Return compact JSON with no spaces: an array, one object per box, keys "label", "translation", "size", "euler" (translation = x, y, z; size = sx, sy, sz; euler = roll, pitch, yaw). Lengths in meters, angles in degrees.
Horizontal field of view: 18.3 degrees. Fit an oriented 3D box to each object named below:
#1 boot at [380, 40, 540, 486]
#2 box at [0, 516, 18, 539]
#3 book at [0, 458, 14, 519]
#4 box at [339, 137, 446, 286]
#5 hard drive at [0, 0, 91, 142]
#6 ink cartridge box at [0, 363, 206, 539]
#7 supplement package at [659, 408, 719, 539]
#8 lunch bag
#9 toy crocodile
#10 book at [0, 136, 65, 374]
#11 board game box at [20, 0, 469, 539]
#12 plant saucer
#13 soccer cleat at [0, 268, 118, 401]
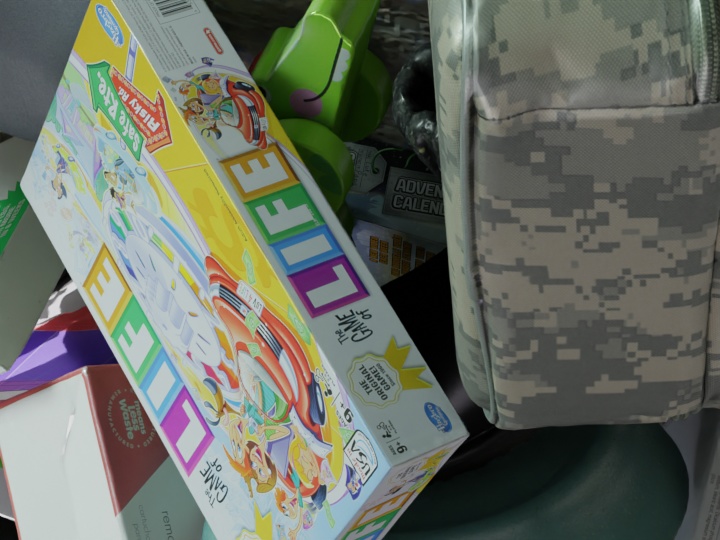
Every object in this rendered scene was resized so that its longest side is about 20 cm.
[{"label":"boot","translation":[0.040,-0.009,0.799],"size":[0.210,0.080,0.158],"euler":[-28,145,13]},{"label":"box","translation":[-0.232,0.051,1.147],"size":[0.199,0.160,0.049],"euler":[26,165,-13]},{"label":"book","translation":[-0.107,0.078,1.116],"size":[0.199,0.134,0.048],"euler":[22,178,-8]},{"label":"box","translation":[0.000,0.000,0.985],"size":[0.136,0.040,0.200],"euler":[17,158,6]},{"label":"hard drive","translation":[-0.137,-0.107,0.860],"size":[0.139,0.033,0.200],"euler":[18,158,8]},{"label":"ink cartridge box","translation":[-0.058,0.100,0.995],"size":[0.067,0.117,0.200],"euler":[-22,167,37]},{"label":"supplement package","translation":[0.171,0.124,0.967],"size":[0.110,0.156,0.200],"euler":[20,159,-4]},{"label":"lunch bag","translation":[0.103,-0.054,0.605],"size":[0.167,0.140,0.200],"euler":[-4,145,2]},{"label":"toy crocodile","translation":[-0.032,-0.031,0.839],"size":[0.061,0.068,0.200],"euler":[21,137,3]},{"label":"book","translation":[-0.197,0.015,1.008],"size":[0.200,0.134,0.048],"euler":[-23,124,42]},{"label":"board game box","translation":[-0.048,0.010,0.794],"size":[0.200,0.034,0.135],"euler":[58,147,18]},{"label":"plant saucer","translation":[0.030,0.080,0.897],"size":[0.199,0.200,0.036],"euler":[7,122,31]},{"label":"soccer cleat","translation":[-0.150,0.044,1.023],"size":[0.200,0.068,0.073],"euler":[-33,112,28]}]
